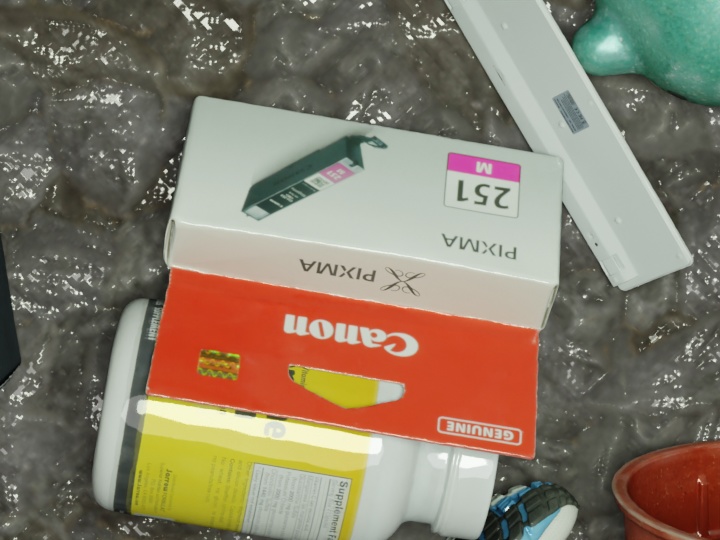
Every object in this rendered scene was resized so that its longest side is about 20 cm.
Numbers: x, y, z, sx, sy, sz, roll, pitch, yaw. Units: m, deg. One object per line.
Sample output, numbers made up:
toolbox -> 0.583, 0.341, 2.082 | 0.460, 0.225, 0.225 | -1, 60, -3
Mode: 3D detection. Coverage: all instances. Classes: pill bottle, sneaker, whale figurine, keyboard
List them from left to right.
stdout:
pill bottle -> -0.032, 0.083, 1.190 | 0.200, 0.112, 0.112 | 9, 94, -4
sneaker -> 0.062, 0.203, 1.232 | 0.087, 0.075, 0.200 | 35, 100, -12
keyboard -> 0.107, -0.081, 1.217 | 0.056, 0.011, 0.200 | -26, 97, 44
whale figurine -> 0.159, -0.170, 1.184 | 0.200, 0.104, 0.159 | 35, 92, -5

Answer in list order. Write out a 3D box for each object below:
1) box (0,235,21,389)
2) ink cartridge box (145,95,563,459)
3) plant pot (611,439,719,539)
box -> -0.288, -0.027, 1.164 | 0.196, 0.124, 0.200 | -8, 94, -1
ink cartridge box -> 0.000, 0.000, 1.167 | 0.200, 0.174, 0.044 | 10, 137, -3
plant pot -> 0.223, 0.207, 1.182 | 0.201, 0.201, 0.195 | 2, 103, -3
